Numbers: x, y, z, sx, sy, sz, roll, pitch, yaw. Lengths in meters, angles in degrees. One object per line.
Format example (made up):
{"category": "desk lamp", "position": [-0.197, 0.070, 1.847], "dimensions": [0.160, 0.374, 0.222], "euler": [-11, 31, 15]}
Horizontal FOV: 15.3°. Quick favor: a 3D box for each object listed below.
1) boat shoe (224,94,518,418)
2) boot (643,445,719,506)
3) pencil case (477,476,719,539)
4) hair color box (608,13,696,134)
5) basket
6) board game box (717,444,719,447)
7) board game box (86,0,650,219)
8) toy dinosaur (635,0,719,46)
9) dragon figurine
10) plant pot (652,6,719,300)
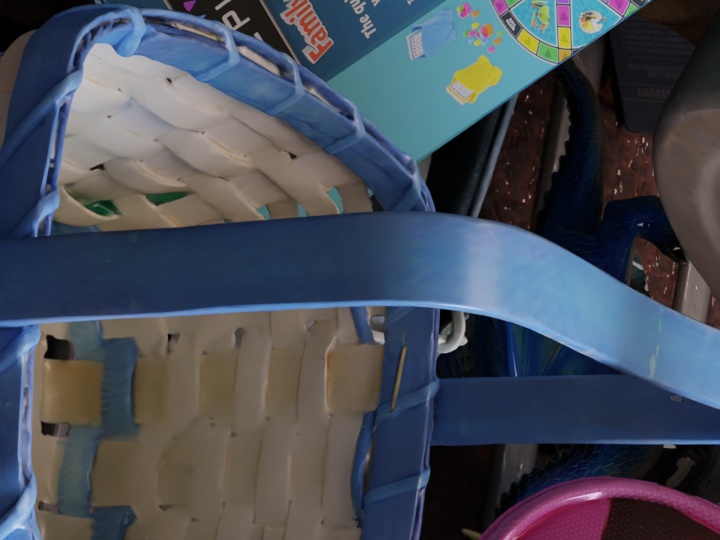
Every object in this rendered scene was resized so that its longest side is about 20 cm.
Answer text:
{"category": "boat shoe", "position": [0.000, 0.000, 0.751], "dimensions": [0.073, 0.062, 0.200], "euler": [39, 62, -55]}
{"category": "boot", "position": [0.103, 0.105, 0.884], "dimensions": [0.200, 0.090, 0.073], "euler": [-34, 112, -64]}
{"category": "pencil case", "position": [0.056, 0.107, 0.577], "dimensions": [0.091, 0.094, 0.200], "euler": [-53, 169, -14]}
{"category": "hair color box", "position": [0.122, -0.156, 0.930], "dimensions": [0.099, 0.061, 0.200], "euler": [-48, 134, -45]}
{"category": "basket", "position": [-0.025, 0.017, 0.574], "dimensions": [0.176, 0.200, 0.139], "euler": [26, 69, -59]}
{"category": "board game box", "position": [0.198, 0.124, 0.794], "dimensions": [0.045, 0.200, 0.152], "euler": [-42, 147, 6]}
{"category": "board game box", "position": [0.020, -0.114, 0.672], "dimensions": [0.200, 0.047, 0.151], "euler": [-34, 136, -3]}
{"category": "toy dinosaur", "position": [0.106, -0.098, 0.877], "dimensions": [0.200, 0.106, 0.060], "euler": [38, 32, -35]}
{"category": "dragon figurine", "position": [0.056, 0.020, 0.827], "dimensions": [0.099, 0.059, 0.200], "euler": [-10, 79, -23]}
{"category": "plant pot", "position": [0.177, -0.057, 0.759], "dimensions": [0.175, 0.200, 0.200], "euler": [-41, 132, -22]}
